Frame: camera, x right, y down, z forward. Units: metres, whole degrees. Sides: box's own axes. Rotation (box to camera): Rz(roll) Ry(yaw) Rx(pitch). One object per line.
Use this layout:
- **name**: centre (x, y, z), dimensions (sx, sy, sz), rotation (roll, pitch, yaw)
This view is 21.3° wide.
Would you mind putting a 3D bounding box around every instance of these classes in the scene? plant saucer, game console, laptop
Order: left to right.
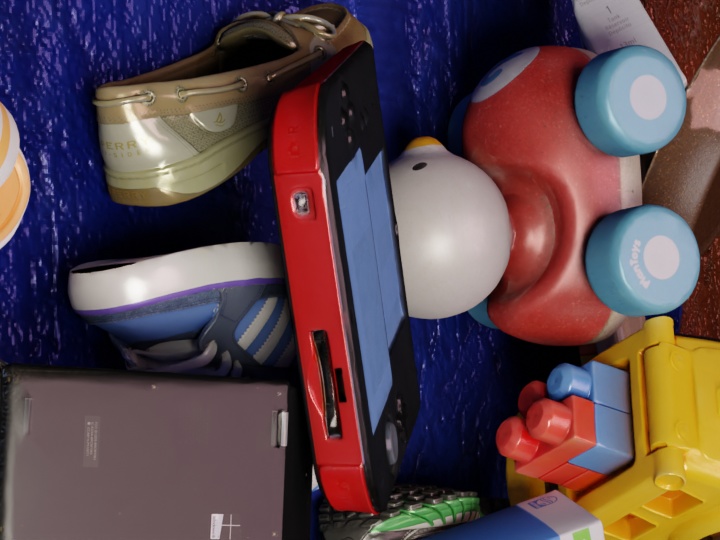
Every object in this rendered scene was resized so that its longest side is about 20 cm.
- **laptop**: centre (-0.084, 0.142, 0.836), dimensions (0.199, 0.116, 0.189), rotation (5, 83, -29)
- **game console**: centre (0.000, 0.000, 0.917), dimensions (0.177, 0.031, 0.202), rotation (-50, 134, -70)
- **plant saucer**: centre (0.227, -0.075, 1.225), dimensions (0.201, 0.036, 0.201), rotation (-54, 161, -28)

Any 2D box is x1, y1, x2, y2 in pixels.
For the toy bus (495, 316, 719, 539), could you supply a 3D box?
- **toy bus**: centre (0.151, 0.115, 1.113), dimensions (0.191, 0.200, 0.137), rotation (16, 56, -26)

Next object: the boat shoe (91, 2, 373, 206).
- **boat shoe**: centre (-0.061, -0.100, 0.965), dimensions (0.200, 0.073, 0.064), rotation (-38, 125, -43)

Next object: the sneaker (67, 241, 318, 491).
- **sneaker**: centre (-0.064, 0.064, 0.939), dimensions (0.200, 0.080, 0.148), rotation (-2, 86, -63)

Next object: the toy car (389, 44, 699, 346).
- **toy car**: centre (0.061, -0.041, 1.105), dimensions (0.199, 0.184, 0.179), rotation (-3, 88, -27)

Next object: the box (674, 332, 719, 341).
- **box**: centre (0.240, 0.180, 1.365), dimensions (0.182, 0.103, 0.201), rotation (-46, 135, -47)

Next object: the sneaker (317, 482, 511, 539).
- **sneaker**: centre (0.043, 0.168, 1.105), dimensions (0.200, 0.078, 0.086), rotation (21, 71, -56)

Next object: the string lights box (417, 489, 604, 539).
- **string lights box**: centre (0.037, 0.201, 1.015), dimensions (0.199, 0.059, 0.104), rotation (-18, 107, -18)

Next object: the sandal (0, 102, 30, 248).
- **sandal**: centre (-0.192, -0.064, 0.767), dimensions (0.207, 0.059, 0.080), rotation (41, 55, -49)

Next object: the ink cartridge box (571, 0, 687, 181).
- **ink cartridge box**: centre (0.149, -0.165, 1.237), dimensions (0.201, 0.050, 0.162), rotation (61, 2, 19)

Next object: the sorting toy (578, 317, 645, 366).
- **sorting toy**: centre (0.163, -0.001, 1.300), dimensions (0.200, 0.036, 0.187), rotation (-65, 144, -68)

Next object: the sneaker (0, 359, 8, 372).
- **sneaker**: centre (-0.178, 0.040, 0.775), dimensions (0.200, 0.077, 0.092), rotation (10, 76, -58)
